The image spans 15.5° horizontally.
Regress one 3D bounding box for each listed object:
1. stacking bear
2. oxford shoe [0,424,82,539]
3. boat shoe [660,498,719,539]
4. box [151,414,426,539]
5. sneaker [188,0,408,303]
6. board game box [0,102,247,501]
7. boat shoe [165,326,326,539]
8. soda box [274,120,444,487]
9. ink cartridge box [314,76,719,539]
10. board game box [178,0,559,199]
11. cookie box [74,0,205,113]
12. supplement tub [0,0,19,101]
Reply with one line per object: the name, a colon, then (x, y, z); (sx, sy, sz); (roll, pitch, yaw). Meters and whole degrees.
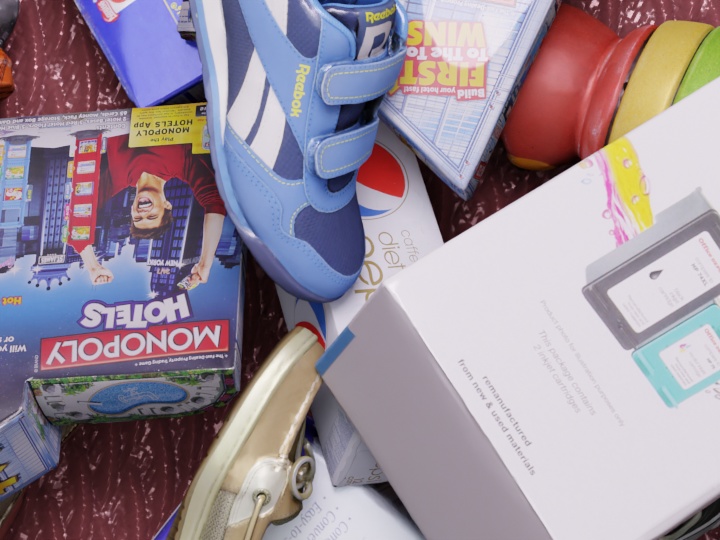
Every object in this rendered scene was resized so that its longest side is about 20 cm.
stacking bear: (0.150, -0.069, 1.278); (0.200, 0.121, 0.114); (21, 99, 14)
oxford shoe: (-0.174, 0.065, 1.303); (0.070, 0.075, 0.200); (24, 87, 8)
boat shoe: (0.135, 0.100, 1.242); (0.200, 0.064, 0.071); (-33, 77, -36)
box: (-0.022, 0.194, 1.271); (0.200, 0.105, 0.184); (39, 90, 5)
sneaker: (-0.021, -0.081, 1.159); (0.082, 0.074, 0.200); (-4, 107, 25)
board game box: (-0.148, 0.024, 1.248); (0.200, 0.062, 0.200); (-3, 59, 10)
boat shoe: (-0.054, 0.123, 1.192); (0.063, 0.073, 0.201); (26, 90, 0)
soda box: (0.000, 0.000, 1.255); (0.068, 0.064, 0.200); (-5, 58, -20)
ink cartridge box: (0.112, 0.033, 1.125); (0.200, 0.147, 0.146); (-31, 83, -19)
board game box: (0.018, -0.142, 1.226); (0.200, 0.062, 0.200); (11, 87, 6)
cookie box: (-0.060, -0.194, 1.313); (0.200, 0.075, 0.171); (-29, 85, 1)
supplement tub: (-0.239, -0.174, 1.300); (0.122, 0.123, 0.200); (-14, 86, 3)
